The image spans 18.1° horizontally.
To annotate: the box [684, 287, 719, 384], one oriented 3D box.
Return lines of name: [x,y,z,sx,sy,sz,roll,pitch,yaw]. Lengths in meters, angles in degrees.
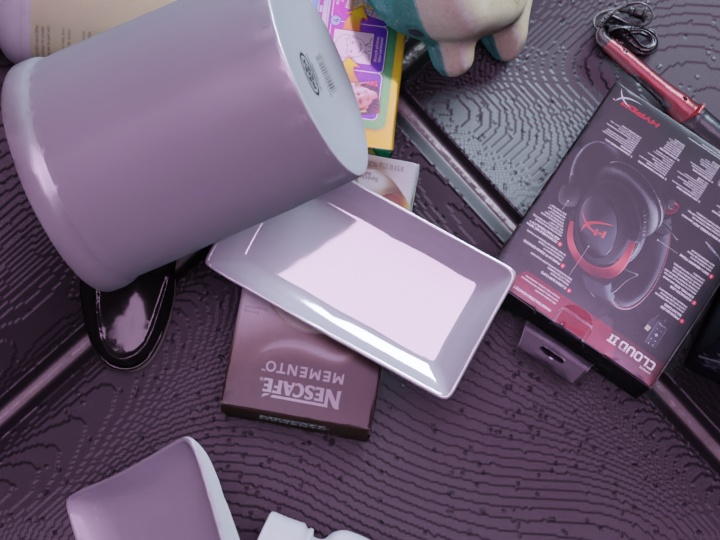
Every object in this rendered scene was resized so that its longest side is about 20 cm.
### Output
box: [0.356,0.056,1.614,0.200,0.182,0.104,26,81,3]

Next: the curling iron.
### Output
curling iron: [0.254,-0.129,1.719,0.050,0.026,0.200,-43,85,-5]

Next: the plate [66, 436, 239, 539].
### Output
plate: [-0.124,0.229,1.579,0.032,0.199,0.201,-13,80,-37]

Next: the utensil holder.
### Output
utensil holder: [-0.117,-0.100,1.542,0.200,0.170,0.170,-22,82,15]

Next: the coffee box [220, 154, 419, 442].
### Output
coffee box: [-0.029,0.015,1.657,0.114,0.080,0.201,10,80,0]

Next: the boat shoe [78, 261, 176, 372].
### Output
boat shoe: [-0.169,-0.027,1.669,0.073,0.063,0.202,7,82,-2]

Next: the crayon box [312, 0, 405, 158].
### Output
crayon box: [-0.023,-0.185,1.701,0.118,0.058,0.201,7,80,-1]

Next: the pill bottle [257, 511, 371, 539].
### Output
pill bottle: [0.009,0.253,1.603,0.200,0.113,0.114,24,81,1]

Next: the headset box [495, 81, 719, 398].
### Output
headset box: [0.191,-0.013,1.673,0.148,0.075,0.200,33,81,4]

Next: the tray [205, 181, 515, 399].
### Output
tray: [0.000,0.000,1.608,0.200,0.022,0.108,29,81,3]

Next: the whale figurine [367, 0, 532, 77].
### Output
whale figurine: [0.065,-0.219,1.656,0.103,0.200,0.160,6,80,24]

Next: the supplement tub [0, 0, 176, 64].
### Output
supplement tub: [-0.188,-0.214,1.655,0.199,0.145,0.146,6,80,-2]
